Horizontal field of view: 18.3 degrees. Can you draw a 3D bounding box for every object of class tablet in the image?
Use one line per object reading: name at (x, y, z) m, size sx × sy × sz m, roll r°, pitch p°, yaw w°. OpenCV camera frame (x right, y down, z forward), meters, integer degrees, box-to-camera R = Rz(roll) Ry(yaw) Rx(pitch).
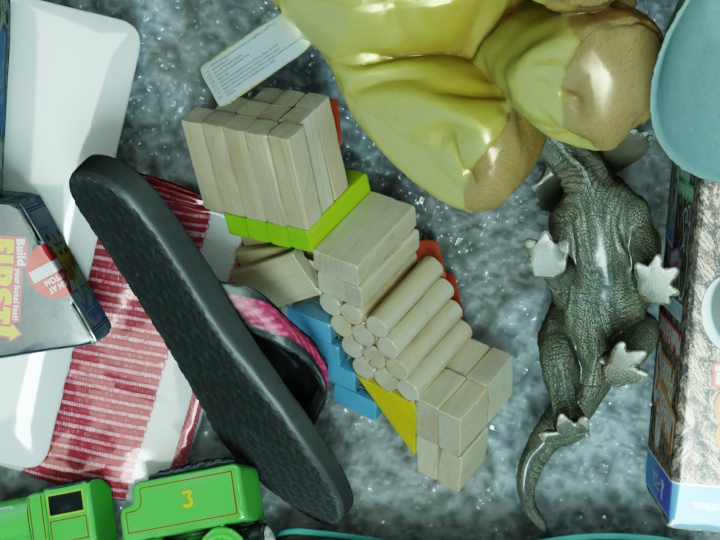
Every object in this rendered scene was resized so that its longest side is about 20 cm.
tablet at (-0.178, -0.023, 0.971) m, size 0.129 × 0.014 × 0.201 m, roll 14°, pitch 97°, yaw 0°

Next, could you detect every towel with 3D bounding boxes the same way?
towel at (-0.158, 0.013, 0.991) m, size 0.199 × 0.023 × 0.145 m, roll 17°, pitch 96°, yaw 0°

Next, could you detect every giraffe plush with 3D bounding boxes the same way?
giraffe plush at (0.052, -0.129, 0.897) m, size 0.199 × 0.162 × 0.173 m, roll -5°, pitch 112°, yaw 40°

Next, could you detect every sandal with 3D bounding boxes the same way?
sandal at (-0.051, 0.026, 0.949) m, size 0.045 × 0.075 × 0.200 m, roll -42°, pitch 115°, yaw -27°

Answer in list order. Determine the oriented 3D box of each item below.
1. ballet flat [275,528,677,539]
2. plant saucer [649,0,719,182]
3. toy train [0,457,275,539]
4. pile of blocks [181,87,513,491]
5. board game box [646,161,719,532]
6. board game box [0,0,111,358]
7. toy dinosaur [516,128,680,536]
ballet flat at (0.050, 0.152, 0.969) m, size 0.199 × 0.069 × 0.070 m, roll 0°, pitch 95°, yaw 8°
plant saucer at (0.186, -0.111, 0.807) m, size 0.200 × 0.201 × 0.039 m, roll -30°, pitch 58°, yaw 4°
toy train at (-0.133, 0.122, 0.978) m, size 0.199 × 0.042 × 0.057 m, roll -12°, pitch 80°, yaw 13°
pile of blocks at (0.000, 0.000, 0.971) m, size 0.062 × 0.082 × 0.200 m, roll -45°, pitch 111°, yaw -38°
board game box at (0.210, 0.008, 0.939) m, size 0.158 × 0.097 × 0.201 m, roll 4°, pitch 94°, yaw 2°
board game box at (-0.201, -0.032, 0.933) m, size 0.199 × 0.062 × 0.201 m, roll 5°, pitch 96°, yaw 0°
toy dinosaur at (0.101, 0.014, 0.949) m, size 0.077 × 0.102 × 0.201 m, roll -2°, pitch 109°, yaw 12°
